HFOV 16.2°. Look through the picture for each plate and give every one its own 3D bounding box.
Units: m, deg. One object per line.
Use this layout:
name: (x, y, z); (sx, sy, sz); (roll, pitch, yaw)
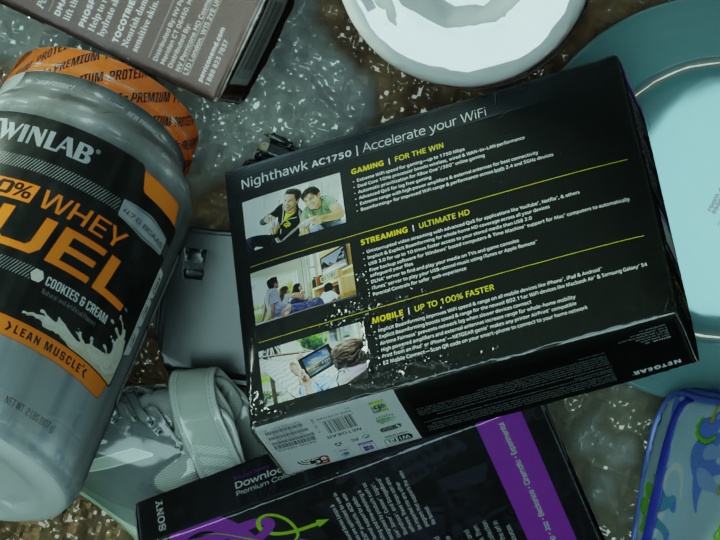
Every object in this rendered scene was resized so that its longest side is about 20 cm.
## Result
plate: (0.175, -0.034, 1.225); (0.200, 0.026, 0.200); (0, 90, 0)

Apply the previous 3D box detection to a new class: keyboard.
keyboard: (0.000, 0.000, 1.254); (0.200, 0.021, 0.127); (6, 95, 4)

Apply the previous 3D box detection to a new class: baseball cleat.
baseball cleat: (-0.123, 0.069, 1.240); (0.200, 0.070, 0.106); (33, 113, -8)

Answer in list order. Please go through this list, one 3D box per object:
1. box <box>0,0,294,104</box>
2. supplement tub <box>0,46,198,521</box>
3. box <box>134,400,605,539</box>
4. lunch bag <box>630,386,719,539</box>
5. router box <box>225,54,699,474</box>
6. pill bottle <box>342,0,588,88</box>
box: (-0.137, -0.151, 1.216); (0.200, 0.100, 0.075); (26, 95, 3)
supplement tub: (-0.153, 0.004, 1.168); (0.122, 0.123, 0.200); (18, 64, 4)
box: (0.010, 0.131, 1.215); (0.200, 0.036, 0.143); (-21, 131, 4)
lunch bag: (0.180, 0.158, 1.178); (0.082, 0.161, 0.200); (10, 94, -21)
router box: (0.043, -0.003, 1.168); (0.200, 0.051, 0.149); (-15, 55, 11)
pill bottle: (0.050, -0.137, 1.150); (0.111, 0.200, 0.111); (0, 94, 4)
